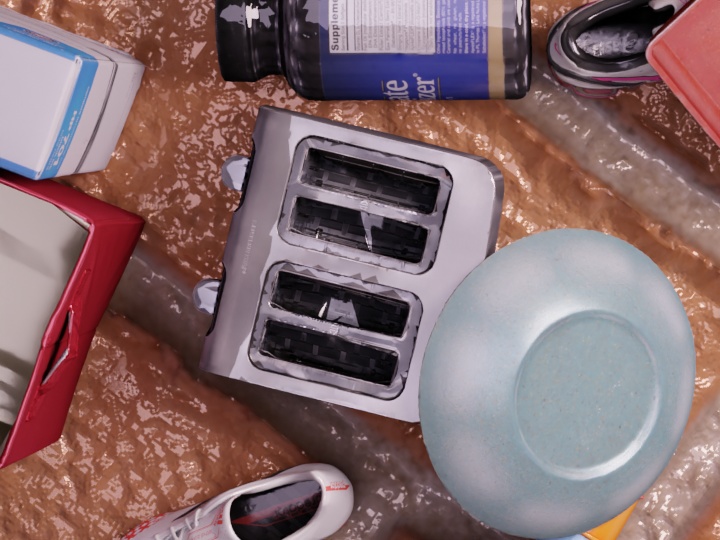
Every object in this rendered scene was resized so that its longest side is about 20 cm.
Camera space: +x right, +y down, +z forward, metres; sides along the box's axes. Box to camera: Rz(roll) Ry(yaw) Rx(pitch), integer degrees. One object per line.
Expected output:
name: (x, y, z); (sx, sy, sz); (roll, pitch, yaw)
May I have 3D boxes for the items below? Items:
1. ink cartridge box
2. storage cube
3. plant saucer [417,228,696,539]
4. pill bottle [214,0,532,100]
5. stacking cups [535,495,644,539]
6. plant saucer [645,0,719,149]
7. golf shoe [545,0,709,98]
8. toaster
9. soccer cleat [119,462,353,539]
ink cartridge box: (-0.234, -0.122, 1.435); (0.146, 0.200, 0.086); (20, 95, 4)
storage cube: (-0.262, 0.010, 1.453); (0.200, 0.180, 0.171); (22, 93, 4)
plant saucer: (0.134, 0.075, 1.414); (0.201, 0.039, 0.201); (-4, 99, -24)
pill bottle: (0.010, -0.165, 1.459); (0.200, 0.112, 0.112); (0, 92, 5)
stacking cups: (0.140, 0.191, 1.488); (0.060, 0.061, 0.200); (34, 93, 3)
plant saucer: (0.295, -0.151, 1.432); (0.200, 0.037, 0.200); (-43, 125, 5)
golf shoe: (0.219, -0.157, 1.453); (0.200, 0.092, 0.073); (-16, 88, 3)
toaster: (0.000, 0.000, 1.462); (0.200, 0.119, 0.181); (14, 94, 4)
soccer cleat: (-0.099, 0.179, 1.488); (0.200, 0.085, 0.069); (-24, 78, 3)
